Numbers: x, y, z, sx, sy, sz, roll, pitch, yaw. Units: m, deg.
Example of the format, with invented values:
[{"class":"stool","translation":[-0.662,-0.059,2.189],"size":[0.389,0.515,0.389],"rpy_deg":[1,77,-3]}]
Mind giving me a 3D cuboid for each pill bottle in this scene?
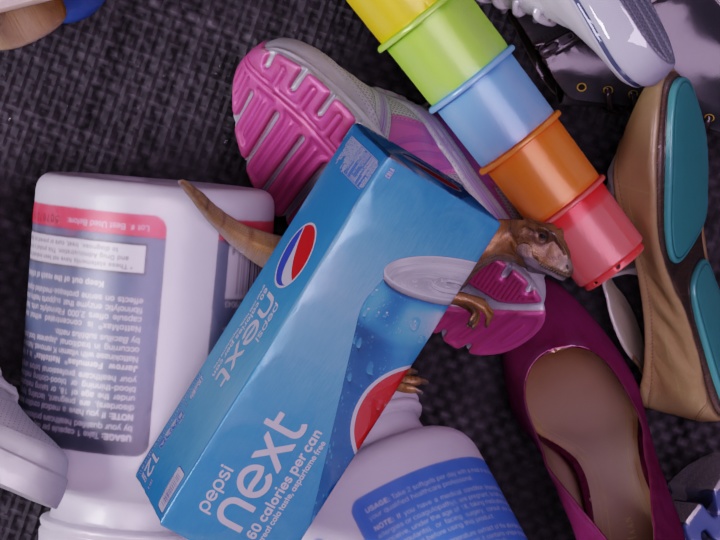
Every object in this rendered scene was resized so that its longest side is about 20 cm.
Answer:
[{"class":"pill bottle","translation":[0.028,0.147,1.480],"size":[0.112,0.112,0.201],"rpy_deg":[-25,72,-9]},{"class":"pill bottle","translation":[-0.109,0.056,1.469],"size":[0.119,0.120,0.201],"rpy_deg":[5,93,-12]}]

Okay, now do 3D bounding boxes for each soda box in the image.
[{"class":"soda box","translation":[-0.021,0.038,1.383],"size":[0.068,0.064,0.200],"rpy_deg":[29,98,-22]}]

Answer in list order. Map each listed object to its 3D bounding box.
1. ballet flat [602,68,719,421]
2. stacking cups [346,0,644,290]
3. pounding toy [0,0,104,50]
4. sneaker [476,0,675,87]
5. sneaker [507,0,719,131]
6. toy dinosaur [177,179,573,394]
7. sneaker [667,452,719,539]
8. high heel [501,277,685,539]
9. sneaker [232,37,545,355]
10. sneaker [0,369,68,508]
[{"class":"ballet flat","translation":[0.149,-0.009,1.523],"size":[0.063,0.069,0.201],"rpy_deg":[1,119,27]},{"class":"stacking cups","translation":[0.069,-0.082,1.470],"size":[0.060,0.061,0.200],"rpy_deg":[-40,93,-7]},{"class":"pounding toy","translation":[-0.186,-0.147,1.398],"size":[0.183,0.200,0.143],"rpy_deg":[-15,97,-10]},{"class":"sneaker","translation":[0.081,-0.156,1.496],"size":[0.071,0.073,0.200],"rpy_deg":[-43,63,16]},{"class":"sneaker","translation":[0.166,-0.090,1.548],"size":[0.106,0.075,0.200],"rpy_deg":[-38,91,-3]},{"class":"toy dinosaur","translation":[0.000,0.000,1.445],"size":[0.199,0.060,0.107],"rpy_deg":[1,110,-15]},{"class":"sneaker","translation":[0.164,0.206,1.556],"size":[0.115,0.081,0.200],"rpy_deg":[42,83,-9]},{"class":"high heel","translation":[0.118,0.079,1.497],"size":[0.067,0.096,0.201],"rpy_deg":[-23,68,-3]},{"class":"sneaker","translation":[0.020,-0.049,1.510],"size":[0.200,0.081,0.088],"rpy_deg":[43,40,-12]},{"class":"sneaker","translation":[-0.198,0.026,1.431],"size":[0.200,0.074,0.116],"rpy_deg":[28,83,28]}]
